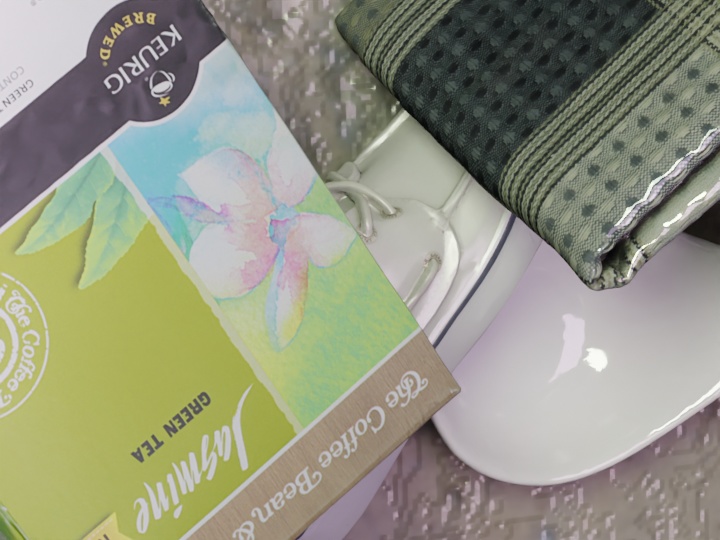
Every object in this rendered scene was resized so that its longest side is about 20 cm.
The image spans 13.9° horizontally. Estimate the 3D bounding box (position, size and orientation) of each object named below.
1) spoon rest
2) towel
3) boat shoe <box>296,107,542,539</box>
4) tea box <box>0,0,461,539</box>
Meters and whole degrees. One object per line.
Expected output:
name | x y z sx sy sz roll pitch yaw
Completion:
spoon rest | 0.110 0.015 1.058 0.199 0.061 0.100 -14 103 -24
towel | 0.104 -0.103 0.953 0.200 0.193 0.035 -43 128 0
boat shoe | 0.000 0.000 0.995 0.066 0.072 0.201 33 90 -45
tea box | -0.107 -0.011 0.872 0.134 0.200 0.197 -42 111 -15
